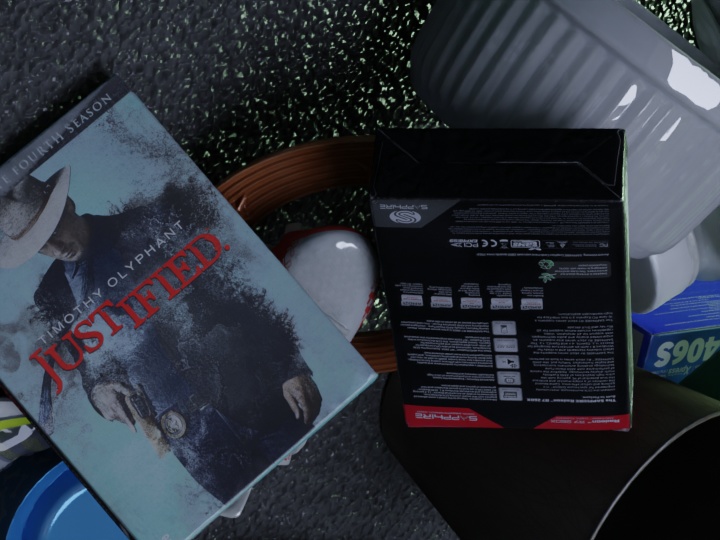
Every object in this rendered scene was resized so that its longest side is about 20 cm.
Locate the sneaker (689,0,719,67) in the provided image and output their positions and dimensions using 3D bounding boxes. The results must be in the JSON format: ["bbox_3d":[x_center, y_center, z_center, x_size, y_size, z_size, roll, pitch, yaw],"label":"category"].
[{"bbox_3d":[0.201,-0.186,1.330,0.074,0.079,0.200,-40,104,-19],"label":"sneaker"}]

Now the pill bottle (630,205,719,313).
[{"bbox_3d":[0.219,-0.065,1.423,0.200,0.113,0.113,-33,131,-21],"label":"pill bottle"}]

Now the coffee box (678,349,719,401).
[{"bbox_3d":[0.226,0.091,1.449,0.123,0.044,0.200,-5,152,-38],"label":"coffee box"}]

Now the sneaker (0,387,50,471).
[{"bbox_3d":[-0.202,0.083,1.203,0.199,0.074,0.081,-12,130,-27],"label":"sneaker"}]

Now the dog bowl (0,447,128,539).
[{"bbox_3d":[-0.148,0.165,1.302,0.111,0.050,0.200,-26,129,-26],"label":"dog bowl"}]

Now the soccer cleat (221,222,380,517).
[{"bbox_3d":[-0.042,0.053,1.244,0.068,0.085,0.200,14,139,-22],"label":"soccer cleat"}]

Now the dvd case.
[{"bbox_3d":[-0.110,0.023,1.169,0.146,0.200,0.022,-40,175,-11],"label":"dvd case"}]

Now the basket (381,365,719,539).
[{"bbox_3d":[0.114,0.112,1.378,0.136,0.200,0.181,21,102,-44],"label":"basket"}]

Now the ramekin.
[{"bbox_3d":[0.119,-0.095,1.270,0.200,0.200,0.105,27,105,-45],"label":"ramekin"}]

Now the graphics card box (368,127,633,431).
[{"bbox_3d":[0.075,0.008,1.215,0.200,0.125,0.051,78,15,-53],"label":"graphics card box"}]

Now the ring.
[{"bbox_3d":[0.000,0.000,1.265,0.200,0.019,0.201,-2,142,-2],"label":"ring"}]

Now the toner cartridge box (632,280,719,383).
[{"bbox_3d":[0.217,0.029,1.490,0.200,0.095,0.043,-5,119,-37],"label":"toner cartridge box"}]
